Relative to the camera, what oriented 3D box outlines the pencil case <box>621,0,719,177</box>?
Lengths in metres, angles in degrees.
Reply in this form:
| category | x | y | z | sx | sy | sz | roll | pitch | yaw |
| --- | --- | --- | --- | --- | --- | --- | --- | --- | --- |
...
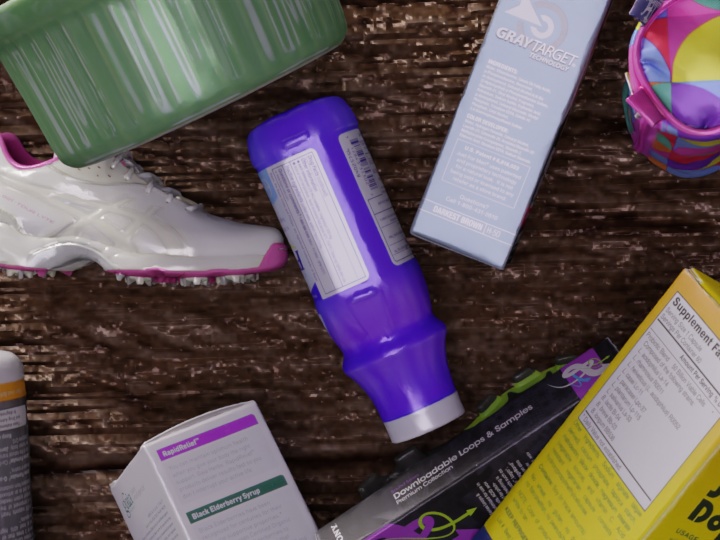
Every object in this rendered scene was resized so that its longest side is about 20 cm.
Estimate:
| category | x | y | z | sx | sy | sz | roll | pitch | yaw |
| --- | --- | --- | --- | --- | --- | --- | --- | --- | --- |
| pencil case | 0.181 | -0.100 | 1.209 | 0.088 | 0.200 | 0.089 | -1 | 86 | 8 |

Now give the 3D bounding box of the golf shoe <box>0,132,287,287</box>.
| category | x | y | z | sx | sy | sz | roll | pitch | yaw |
| --- | --- | --- | --- | --- | --- | --- | --- | --- | --- |
| golf shoe | -0.140 | -0.036 | 1.305 | 0.199 | 0.075 | 0.092 | 5 | 90 | 4 |

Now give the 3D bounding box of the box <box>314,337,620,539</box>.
| category | x | y | z | sx | sy | sz | roll | pitch | yaw |
| --- | --- | --- | --- | --- | --- | --- | --- | --- | --- |
| box | 0.092 | 0.145 | 1.264 | 0.200 | 0.036 | 0.143 | -34 | 126 | 2 |

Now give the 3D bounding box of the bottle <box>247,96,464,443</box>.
| category | x | y | z | sx | sy | sz | roll | pitch | yaw |
| --- | --- | --- | --- | --- | --- | --- | --- | --- | --- |
| bottle | 0.000 | 0.000 | 1.288 | 0.065 | 0.084 | 0.201 | -23 | 91 | 7 |

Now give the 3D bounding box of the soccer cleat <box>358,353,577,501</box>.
| category | x | y | z | sx | sy | sz | roll | pitch | yaw |
| --- | --- | --- | --- | --- | --- | --- | --- | --- | --- |
| soccer cleat | 0.092 | 0.117 | 1.306 | 0.200 | 0.065 | 0.084 | -30 | 119 | 2 |

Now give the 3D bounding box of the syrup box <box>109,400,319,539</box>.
| category | x | y | z | sx | sy | sz | roll | pitch | yaw |
| --- | --- | --- | --- | --- | --- | --- | --- | --- | --- |
| syrup box | -0.061 | 0.184 | 1.269 | 0.081 | 0.079 | 0.201 | -19 | 74 | -29 |

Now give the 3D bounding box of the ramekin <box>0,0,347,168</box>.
| category | x | y | z | sx | sy | sz | roll | pitch | yaw |
| --- | --- | --- | --- | --- | --- | --- | --- | --- | --- |
| ramekin | -0.104 | -0.136 | 1.238 | 0.199 | 0.200 | 0.098 | -24 | 98 | 6 |

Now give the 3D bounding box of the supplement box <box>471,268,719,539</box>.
| category | x | y | z | sx | sy | sz | roll | pitch | yaw |
| --- | --- | --- | --- | --- | --- | --- | --- | --- | --- |
| supplement box | 0.173 | 0.121 | 1.190 | 0.109 | 0.109 | 0.200 | 27 | 108 | -32 |

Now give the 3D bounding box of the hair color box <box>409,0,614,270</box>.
| category | x | y | z | sx | sy | sz | roll | pitch | yaw |
| --- | --- | --- | --- | --- | --- | --- | --- | --- | --- |
| hair color box | 0.093 | -0.105 | 1.266 | 0.060 | 0.099 | 0.201 | 21 | 94 | 4 |

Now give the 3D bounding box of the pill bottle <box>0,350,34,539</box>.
| category | x | y | z | sx | sy | sz | roll | pitch | yaw |
| --- | --- | --- | --- | --- | --- | --- | --- | --- | --- |
| pill bottle | -0.248 | 0.150 | 1.301 | 0.116 | 0.116 | 0.201 | -3 | 92 | 5 |
